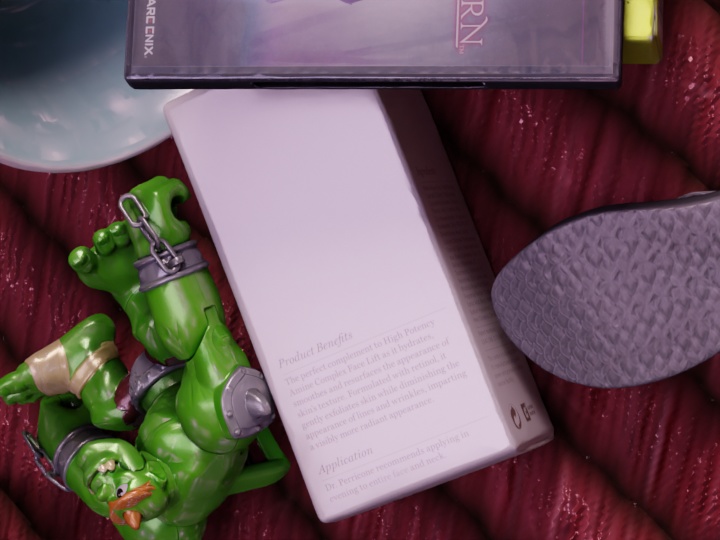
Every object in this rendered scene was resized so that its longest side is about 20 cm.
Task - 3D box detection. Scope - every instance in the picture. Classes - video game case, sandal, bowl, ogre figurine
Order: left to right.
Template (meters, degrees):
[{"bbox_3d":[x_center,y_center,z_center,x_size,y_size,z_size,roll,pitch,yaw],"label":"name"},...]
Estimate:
[{"bbox_3d":[-0.138,-0.155,0.970,0.105,0.200,0.202,37,114,42],"label":"bowl"},{"bbox_3d":[-0.096,0.059,1.001,0.120,0.098,0.200,52,120,22],"label":"ogre figurine"},{"bbox_3d":[0.006,-0.144,0.865,0.198,0.019,0.144,1,81,11],"label":"video game case"},{"bbox_3d":[0.152,-0.005,0.902,0.199,0.043,0.077,-19,94,20],"label":"sandal"}]

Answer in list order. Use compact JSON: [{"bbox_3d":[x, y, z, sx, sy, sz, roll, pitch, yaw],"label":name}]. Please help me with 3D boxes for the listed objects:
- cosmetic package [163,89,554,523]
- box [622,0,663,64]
[{"bbox_3d":[0.000,0.000,0.958,0.101,0.074,0.201,-21,85,19],"label":"cosmetic package"},{"bbox_3d":[0.027,-0.148,0.894,0.198,0.048,0.123,2,81,11],"label":"box"}]
